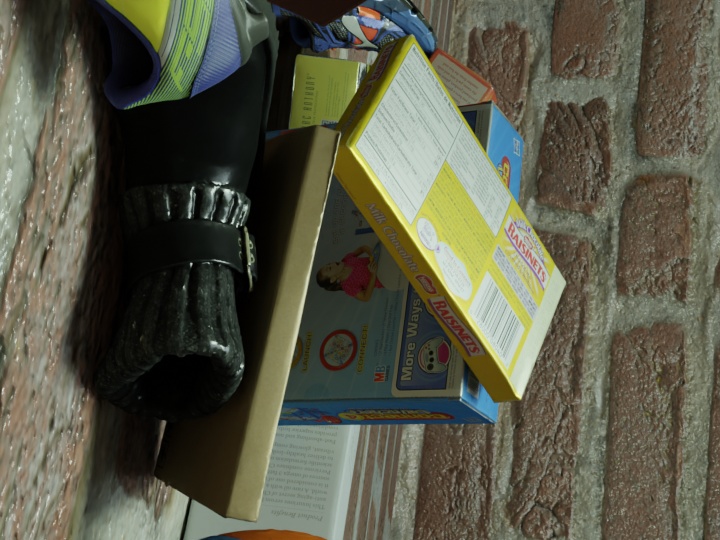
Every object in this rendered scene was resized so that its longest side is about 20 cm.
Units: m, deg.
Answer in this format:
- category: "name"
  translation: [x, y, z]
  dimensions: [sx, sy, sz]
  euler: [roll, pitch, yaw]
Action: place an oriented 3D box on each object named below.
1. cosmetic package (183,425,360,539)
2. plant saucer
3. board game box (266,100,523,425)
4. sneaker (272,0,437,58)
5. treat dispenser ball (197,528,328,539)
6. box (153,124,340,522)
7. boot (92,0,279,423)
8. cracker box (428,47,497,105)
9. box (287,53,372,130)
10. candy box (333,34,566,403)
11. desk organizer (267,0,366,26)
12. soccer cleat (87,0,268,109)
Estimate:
- category: "cosmetic package"
  translation: [-0.056, 0.135, 0.986]
  dimensions: [0.071, 0.101, 0.201]
  euler: [87, 11, -57]
- category: "plant saucer"
  translation: [-0.053, -0.105, 1.138]
  dimensions: [0.200, 0.029, 0.201]
  euler: [6, 90, -85]
- category: "board game box"
  translation: [0.000, 0.000, 0.926]
  dimensions: [0.056, 0.195, 0.201]
  euler: [37, 55, -53]
- category: "sneaker"
  translation: [-0.014, -0.191, 1.018]
  dimensions: [0.200, 0.078, 0.075]
  euler: [26, 28, -54]
- category: "treat dispenser ball"
  translation: [-0.049, 0.226, 0.672]
  dimensions: [0.201, 0.200, 0.202]
  euler: [6, 90, -84]
- category: "box"
  translation: [-0.065, 0.027, 0.767]
  dimensions: [0.163, 0.021, 0.201]
  euler: [178, -74, -69]
- category: "boot"
  translation: [-0.086, -0.033, 0.664]
  dimensions: [0.211, 0.079, 0.158]
  euler: [86, 11, -59]
- category: "cracker box"
  translation: [0.027, -0.073, 1.108]
  dimensions: [0.200, 0.058, 0.134]
  euler: [-55, 176, 6]
- category: "box"
  translation: [-0.015, -0.126, 1.099]
  dimensions: [0.200, 0.050, 0.076]
  euler: [-39, 136, -82]
- category: "candy box"
  translation: [0.054, -0.027, 0.817]
  dimensions: [0.200, 0.026, 0.102]
  euler: [55, 42, -28]
- category: "desk organizer"
  translation: [0.003, -0.219, 0.836]
  dimensions: [0.200, 0.077, 0.072]
  euler: [-19, -122, 54]
- category: "soccer cleat"
  translation: [-0.099, -0.143, 0.525]
  dimensions: [0.065, 0.083, 0.201]
  euler: [52, -12, 46]
